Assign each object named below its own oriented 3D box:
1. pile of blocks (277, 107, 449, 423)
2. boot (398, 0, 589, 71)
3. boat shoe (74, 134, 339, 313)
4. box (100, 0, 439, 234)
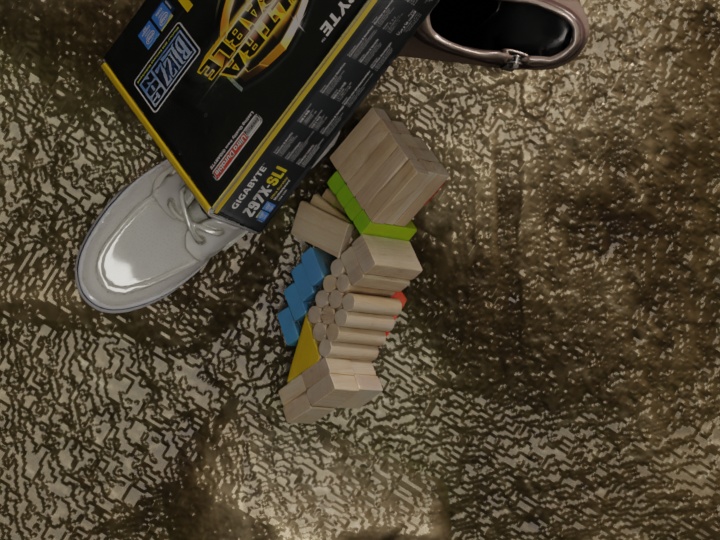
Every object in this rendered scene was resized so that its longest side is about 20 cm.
[{"bbox_3d":[0.000,0.000,1.285,0.062,0.082,0.201,8,107,-48],"label":"pile of blocks"},{"bbox_3d":[0.037,-0.156,1.223,0.198,0.146,0.071,2,101,-5],"label":"boot"},{"bbox_3d":[-0.093,-0.044,1.258,0.199,0.070,0.071,-35,97,-2],"label":"boat shoe"},{"bbox_3d":[-0.050,-0.148,1.195,0.049,0.160,0.200,23,112,-45],"label":"box"}]
